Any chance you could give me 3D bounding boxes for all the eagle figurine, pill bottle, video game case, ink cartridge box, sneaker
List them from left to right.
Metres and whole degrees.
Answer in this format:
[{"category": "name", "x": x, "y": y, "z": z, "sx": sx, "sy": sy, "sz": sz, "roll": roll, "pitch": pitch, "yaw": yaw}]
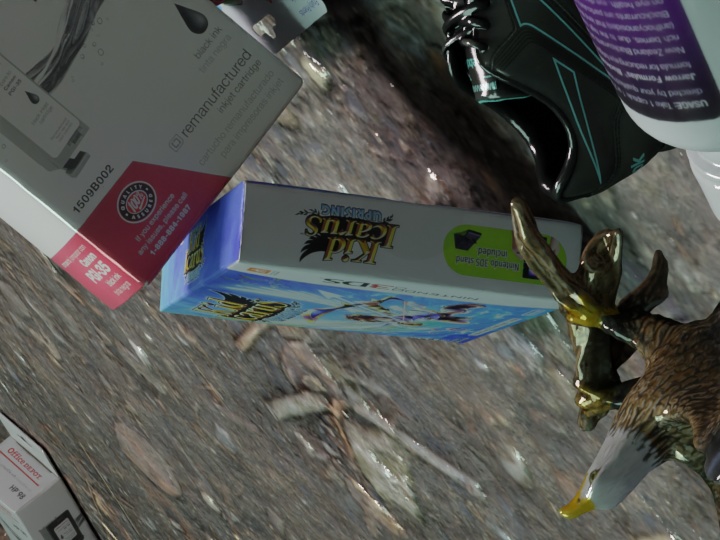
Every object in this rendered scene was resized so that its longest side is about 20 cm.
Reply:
[{"category": "ink cartridge box", "x": -0.362, "y": 0.263, "z": 3.107, "sx": 0.116, "sy": 0.067, "sz": 0.201, "roll": 33, "pitch": 155, "yaw": 48}, {"category": "ink cartridge box", "x": -0.154, "y": -0.101, "z": 1.450, "sx": 0.200, "sy": 0.147, "sz": 0.083, "roll": 39, "pitch": 163, "yaw": -8}, {"category": "video game case", "x": 0.000, "y": 0.000, "z": 1.490, "sx": 0.200, "sy": 0.180, "sz": 0.046, "roll": 152, "pitch": 124, "yaw": -73}, {"category": "sneaker", "x": 0.067, "y": -0.122, "z": 1.208, "sx": 0.200, "sy": 0.079, "sz": 0.075, "roll": 55, "pitch": 163, "yaw": -8}, {"category": "eagle figurine", "x": 0.150, "y": 0.065, "z": 1.190, "sx": 0.151, "sy": 0.152, "sz": 0.200, "roll": 20, "pitch": -173, "yaw": -37}, {"category": "pill bottle", "x": 0.130, "y": -0.114, "z": 1.006, "sx": 0.111, "sy": 0.111, "sz": 0.201, "roll": 26, "pitch": 149, "yaw": 54}]

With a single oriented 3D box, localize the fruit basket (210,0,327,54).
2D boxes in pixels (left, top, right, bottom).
[{"category": "fruit basket", "x": -0.110, "y": -0.191, "z": 1.484, "sx": 0.200, "sy": 0.094, "sz": 0.185, "roll": 55, "pitch": 163, "yaw": -4}]
